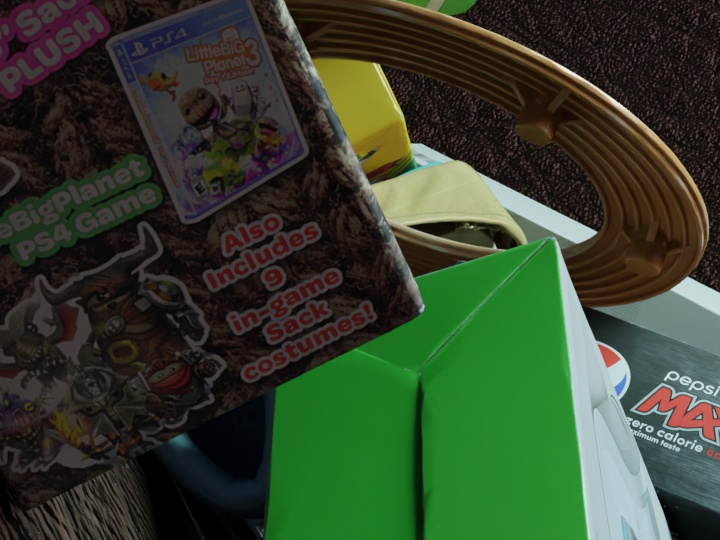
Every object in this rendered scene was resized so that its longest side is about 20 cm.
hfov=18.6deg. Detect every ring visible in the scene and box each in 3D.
[{"bbox_3d":[0.020,-0.032,0.746,0.201,0.199,0.019,63,45,-61],"label":"ring"}]

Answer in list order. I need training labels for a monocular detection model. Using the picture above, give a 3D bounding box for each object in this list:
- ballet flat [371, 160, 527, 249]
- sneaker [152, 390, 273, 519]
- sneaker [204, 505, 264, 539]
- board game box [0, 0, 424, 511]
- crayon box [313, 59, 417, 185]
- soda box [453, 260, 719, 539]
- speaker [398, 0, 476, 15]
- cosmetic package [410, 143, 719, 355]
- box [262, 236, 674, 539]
[{"bbox_3d":[0.000,0.000,0.881,0.063,0.199,0.069,42,-51,22],"label":"ballet flat"},{"bbox_3d":[-0.062,-0.016,0.677,0.201,0.074,0.082,61,1,-5],"label":"sneaker"},{"bbox_3d":[-0.034,0.070,0.774,0.201,0.071,0.083,67,-19,-3],"label":"sneaker"},{"bbox_3d":[-0.082,-0.083,0.469,0.201,0.096,0.160,64,0,-33],"label":"board game box"},{"bbox_3d":[-0.044,-0.044,0.898,0.051,0.126,0.200,63,2,7],"label":"crayon box"},{"bbox_3d":[0.106,0.070,0.744,0.199,0.063,0.071,22,-38,22],"label":"soda box"},{"bbox_3d":[-0.050,-0.145,0.829,0.088,0.198,0.089,-175,-90,-72],"label":"speaker"},{"bbox_3d":[0.088,0.021,0.998,0.199,0.083,0.051,28,13,19],"label":"cosmetic package"},{"bbox_3d":[0.043,0.127,0.620,0.201,0.096,0.177,-89,158,-54],"label":"box"}]
